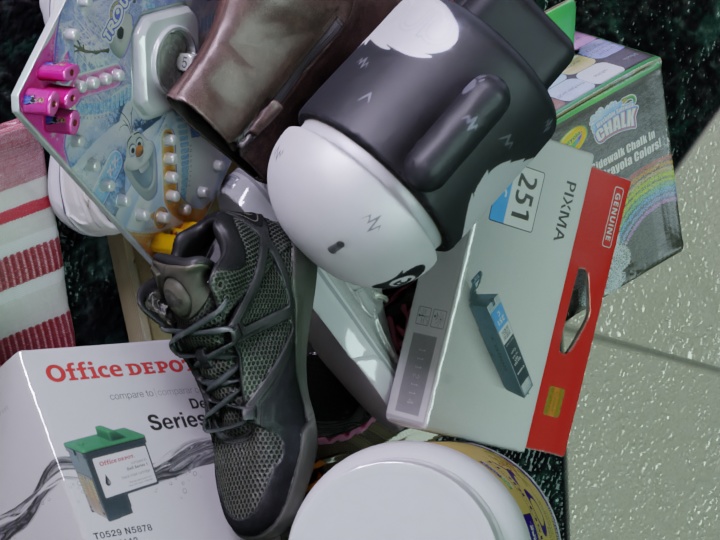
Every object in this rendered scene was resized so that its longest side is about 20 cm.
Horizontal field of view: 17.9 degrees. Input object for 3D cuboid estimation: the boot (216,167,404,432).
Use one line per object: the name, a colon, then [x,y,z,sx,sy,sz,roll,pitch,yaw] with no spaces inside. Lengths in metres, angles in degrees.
boot: [0.000,0.000,1.463,0.096,0.074,0.200,-37,104,-16]

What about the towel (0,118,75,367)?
towel: [-0.242,0.019,1.389,0.144,0.023,0.200,-23,118,-35]

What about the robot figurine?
robot figurine: [0.037,-0.081,1.352,0.200,0.125,0.150,-48,152,-11]

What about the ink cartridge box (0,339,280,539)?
ink cartridge box: [-0.138,0.146,1.375,0.146,0.084,0.200,-4,62,-43]

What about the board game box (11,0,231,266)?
board game box: [-0.110,-0.124,1.357,0.200,0.026,0.200,53,54,-51]

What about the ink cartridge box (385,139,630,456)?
ink cartridge box: [0.112,0.017,1.481,0.176,0.045,0.200,15,87,-42]

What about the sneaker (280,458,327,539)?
sneaker: [-0.054,0.134,1.473,0.200,0.077,0.078,45,40,-2]

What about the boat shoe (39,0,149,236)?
boat shoe: [-0.154,-0.120,1.378,0.072,0.066,0.200,4,92,-30]

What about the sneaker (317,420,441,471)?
sneaker: [-0.012,0.106,1.586,0.200,0.070,0.076,-24,92,-31]

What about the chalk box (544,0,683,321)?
chalk box: [0.132,-0.091,1.589,0.124,0.124,0.200,-29,123,-29]

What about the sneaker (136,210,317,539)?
sneaker: [-0.082,0.057,1.341,0.114,0.076,0.200,18,68,-46]

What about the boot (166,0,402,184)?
boot: [-0.027,-0.127,1.408,0.200,0.072,0.166,39,74,-47]

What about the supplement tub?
supplement tub: [0.038,0.173,1.352,0.200,0.145,0.146,18,91,-78]

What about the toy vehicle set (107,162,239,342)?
toy vehicle set: [-0.067,-0.024,1.495,0.200,0.027,0.124,-19,111,-27]

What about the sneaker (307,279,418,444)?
sneaker: [0.027,0.043,1.534,0.200,0.095,0.079,-33,82,-24]
